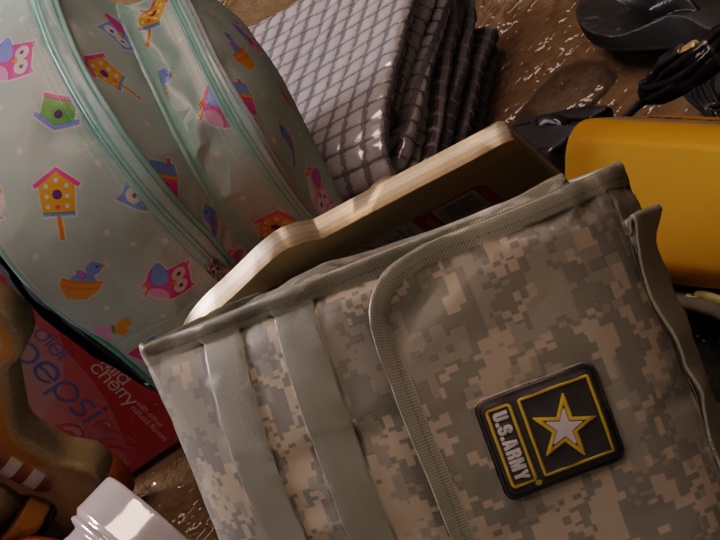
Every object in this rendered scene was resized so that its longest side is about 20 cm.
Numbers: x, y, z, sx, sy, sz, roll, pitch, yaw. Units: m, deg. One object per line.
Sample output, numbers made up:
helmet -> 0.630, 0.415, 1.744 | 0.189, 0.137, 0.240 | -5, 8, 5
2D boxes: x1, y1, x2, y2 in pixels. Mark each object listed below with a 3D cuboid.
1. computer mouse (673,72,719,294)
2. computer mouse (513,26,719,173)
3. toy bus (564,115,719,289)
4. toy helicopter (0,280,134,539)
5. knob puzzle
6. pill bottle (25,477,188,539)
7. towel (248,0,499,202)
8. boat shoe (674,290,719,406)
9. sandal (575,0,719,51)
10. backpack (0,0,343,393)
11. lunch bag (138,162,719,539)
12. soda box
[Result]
computer mouse -> 0.156, -0.044, 1.051 | 0.058, 0.034, 0.200 | -21, 27, 31
computer mouse -> 0.104, -0.070, 1.060 | 0.059, 0.034, 0.200 | -30, -3, -35
toy bus -> 0.177, -0.023, 0.885 | 0.199, 0.078, 0.065 | 7, 98, 44
toy helicopter -> -0.184, 0.074, 1.127 | 0.132, 0.201, 0.079 | 12, 47, 8
knob puzzle -> 0.000, 0.000, 1.030 | 0.219, 0.219, 0.031 | -31, 69, 21
pill bottle -> -0.145, 0.191, 1.008 | 0.200, 0.112, 0.112 | -48, 28, -11
towel -> -0.014, -0.068, 1.246 | 0.165, 0.086, 0.200 | -26, 33, 32
boat shoe -> 0.104, 0.039, 0.943 | 0.201, 0.060, 0.072 | -1, 69, 53
sandal -> 0.164, -0.141, 1.136 | 0.075, 0.048, 0.200 | -33, 19, -15
backpack -> -0.104, -0.048, 1.081 | 0.153, 0.200, 0.176 | -36, 57, 16
lunch bag -> 0.042, 0.064, 0.869 | 0.199, 0.165, 0.117 | -21, 2, 35
soda box -> -0.168, 0.018, 1.190 | 0.070, 0.200, 0.064 | -34, 28, 16
